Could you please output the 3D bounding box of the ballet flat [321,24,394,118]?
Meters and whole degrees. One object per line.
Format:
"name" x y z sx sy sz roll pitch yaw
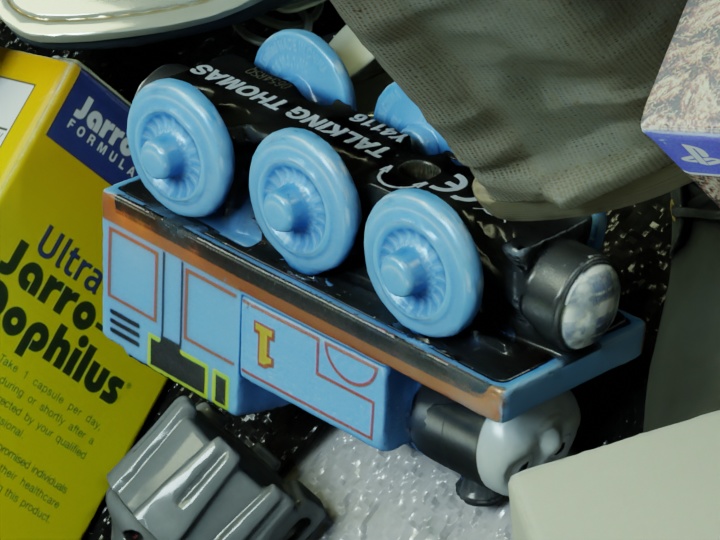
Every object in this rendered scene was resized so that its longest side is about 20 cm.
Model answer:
"ballet flat" 0.049 -0.073 0.988 0.199 0.073 0.073 -17 51 32

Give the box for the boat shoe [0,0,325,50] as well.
"boat shoe" -0.031 -0.119 1.012 0.199 0.062 0.075 -27 72 -10

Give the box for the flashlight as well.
"flashlight" -0.106 0.129 0.975 0.068 0.068 0.200 43 97 26

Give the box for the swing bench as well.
"swing bench" 0.053 -0.143 0.741 0.129 0.199 0.201 -11 67 17

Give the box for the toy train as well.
"toy train" 0.000 0.000 0.947 0.199 0.115 0.086 26 37 37

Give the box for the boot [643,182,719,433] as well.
"boot" 0.098 -0.036 0.864 0.077 0.138 0.201 -2 61 40

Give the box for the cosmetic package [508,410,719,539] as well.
"cosmetic package" 0.108 0.141 0.741 0.087 0.104 0.201 -17 47 -4

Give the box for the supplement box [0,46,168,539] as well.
"supplement box" -0.146 0.028 1.056 0.109 0.109 0.201 17 74 46

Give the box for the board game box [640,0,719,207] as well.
"board game box" 0.191 -0.020 0.681 0.159 0.200 0.097 5 65 44
